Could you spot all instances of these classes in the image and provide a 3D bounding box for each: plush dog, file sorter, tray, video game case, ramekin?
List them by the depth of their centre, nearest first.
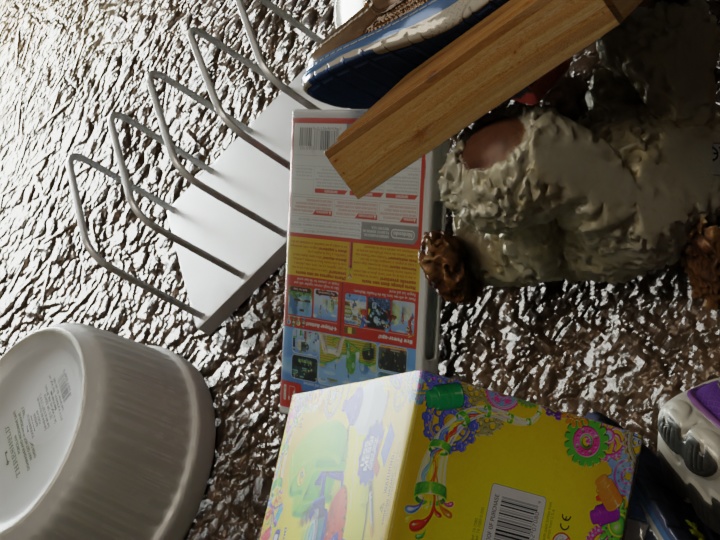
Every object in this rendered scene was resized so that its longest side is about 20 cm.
[{"bbox_3d":[0.073,-0.115,0.869,0.199,0.037,0.099,-33,9,44],"label":"tray"},{"bbox_3d":[0.122,-0.044,0.935,0.200,0.161,0.171,-42,15,-26],"label":"plush dog"},{"bbox_3d":[0.000,0.000,1.046,0.142,0.017,0.203,8,96,50],"label":"video game case"},{"bbox_3d":[-0.208,0.133,1.186,0.199,0.105,0.202,-28,47,34],"label":"ramekin"},{"bbox_3d":[-0.100,-0.086,1.195,0.200,0.124,0.139,-43,41,19],"label":"file sorter"}]

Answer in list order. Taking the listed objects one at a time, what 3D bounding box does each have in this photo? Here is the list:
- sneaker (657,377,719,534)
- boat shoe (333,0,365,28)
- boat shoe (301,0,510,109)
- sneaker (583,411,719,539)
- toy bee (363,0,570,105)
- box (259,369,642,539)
[{"bbox_3d":[0.219,0.109,0.748,0.083,0.081,0.200,-29,49,-14],"label":"sneaker"},{"bbox_3d":[0.045,-0.212,1.164,0.200,0.060,0.075,-37,62,55],"label":"boat shoe"},{"bbox_3d":[0.047,-0.157,0.974,0.199,0.072,0.073,-21,63,33],"label":"boat shoe"},{"bbox_3d":[0.138,0.155,0.810,0.082,0.074,0.201,-44,39,22],"label":"sneaker"},{"bbox_3d":[0.040,-0.154,1.066,0.199,0.109,0.132,-12,39,46],"label":"toy bee"},{"bbox_3d":[0.027,0.168,0.822,0.192,0.121,0.202,158,127,-68],"label":"box"}]
